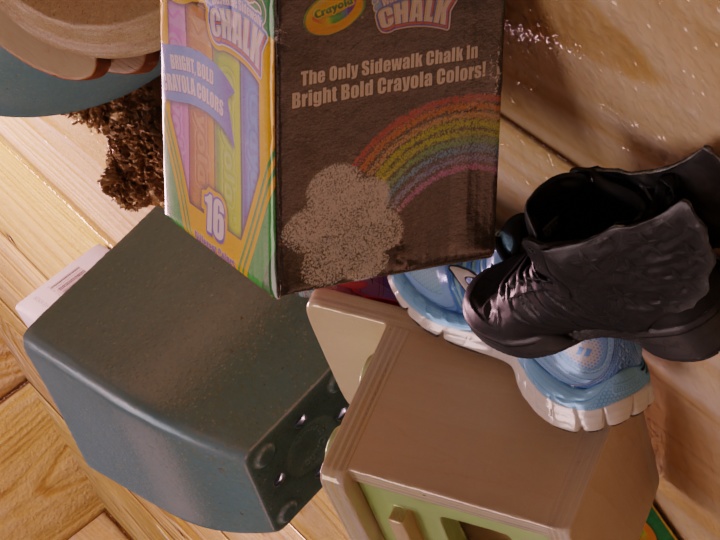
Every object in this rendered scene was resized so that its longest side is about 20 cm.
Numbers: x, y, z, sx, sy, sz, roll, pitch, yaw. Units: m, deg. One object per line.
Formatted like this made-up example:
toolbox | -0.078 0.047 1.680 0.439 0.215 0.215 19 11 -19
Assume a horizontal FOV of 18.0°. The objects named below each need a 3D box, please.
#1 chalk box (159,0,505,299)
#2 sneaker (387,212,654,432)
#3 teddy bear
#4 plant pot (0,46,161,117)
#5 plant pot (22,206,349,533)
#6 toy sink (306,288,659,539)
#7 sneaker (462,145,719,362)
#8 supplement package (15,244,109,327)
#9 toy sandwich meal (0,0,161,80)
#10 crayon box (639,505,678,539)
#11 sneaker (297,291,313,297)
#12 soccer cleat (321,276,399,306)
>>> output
chalk box | -0.015 -0.109 1.044 0.124 0.124 0.202 34 128 54
sneaker | 0.084 -0.001 1.202 0.200 0.078 0.091 35 139 43
teddy bear | -0.144 -0.126 1.443 0.200 0.145 0.067 53 143 6
plant pot | -0.149 -0.182 1.289 0.134 0.200 0.201 9 139 39
plant pot | -0.105 0.087 1.767 0.199 0.196 0.196 32 157 32
toy sink | 0.051 0.108 1.270 0.199 0.113 0.131 15 152 22
sneaker | 0.103 -0.009 1.046 0.199 0.060 0.104 3 143 48
supplement package | -0.249 0.093 2.376 0.201 0.117 0.117 58 165 -21
toy sandwich meal | -0.119 -0.192 1.156 0.205 0.205 0.070 49 -165 15
crayon box | 0.183 0.223 1.397 0.201 0.058 0.119 54 166 -4
sneaker | 0.000 0.000 1.400 0.200 0.086 0.078 50 166 15
soccer cleat | -0.017 -0.023 1.283 0.068 0.074 0.200 11 163 46
